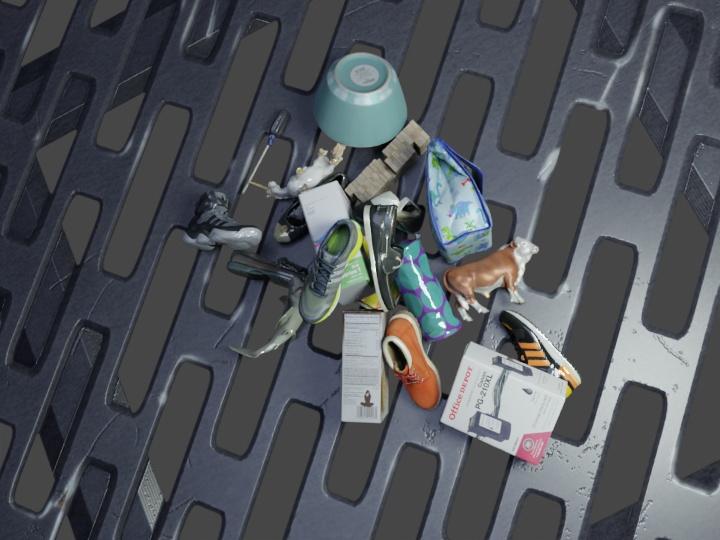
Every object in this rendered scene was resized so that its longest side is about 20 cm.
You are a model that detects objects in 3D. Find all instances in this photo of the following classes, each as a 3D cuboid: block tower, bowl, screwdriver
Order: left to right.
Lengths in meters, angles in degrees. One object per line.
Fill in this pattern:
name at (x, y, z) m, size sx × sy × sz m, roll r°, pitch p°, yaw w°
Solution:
screwdriver at (-0.200, -0.250, 1.672) m, size 0.029 × 0.028 × 0.204 m, roll 24°, pitch 84°, yaw -17°
bowl at (0.001, -0.361, 1.588) m, size 0.196 × 0.106 × 0.205 m, roll 1°, pitch 58°, yaw -1°
block tower at (0.057, -0.211, 1.612) m, size 0.200 × 0.054 × 0.058 m, roll -45°, pitch 76°, yaw -1°

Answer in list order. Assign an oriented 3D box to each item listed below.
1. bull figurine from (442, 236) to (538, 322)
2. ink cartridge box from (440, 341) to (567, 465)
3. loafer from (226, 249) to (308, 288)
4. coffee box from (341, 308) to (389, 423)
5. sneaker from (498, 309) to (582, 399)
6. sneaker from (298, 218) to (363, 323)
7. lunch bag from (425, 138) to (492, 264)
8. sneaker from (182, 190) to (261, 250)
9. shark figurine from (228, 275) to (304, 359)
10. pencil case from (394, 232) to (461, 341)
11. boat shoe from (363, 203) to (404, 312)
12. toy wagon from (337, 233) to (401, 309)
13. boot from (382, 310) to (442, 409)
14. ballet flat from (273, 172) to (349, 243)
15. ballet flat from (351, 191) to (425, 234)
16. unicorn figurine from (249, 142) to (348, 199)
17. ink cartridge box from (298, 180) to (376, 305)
bull figurine at (0.261, 0.015, 1.531) m, size 0.196 × 0.065 × 0.124 m, roll -19°, pitch 76°, yaw 1°
ink cartridge box at (0.262, 0.243, 1.451) m, size 0.196 × 0.084 × 0.148 m, roll 22°, pitch 110°, yaw 12°
loafer at (-0.177, -0.009, 1.600) m, size 0.195 × 0.072 × 0.064 m, roll 13°, pitch 75°, yaw 12°
coffee box at (0.011, 0.177, 1.495) m, size 0.078 × 0.114 × 0.205 m, roll 1°, pitch 89°, yaw 9°
sneaker at (0.323, 0.166, 1.492) m, size 0.090 × 0.070 × 0.200 m, roll -43°, pitch 78°, yaw -5°
sneaker at (-0.060, -0.005, 1.385) m, size 0.072 × 0.081 × 0.204 m, roll 20°, pitch 83°, yaw 13°
lunch bag at (0.180, -0.136, 1.520) m, size 0.125 × 0.170 × 0.204 m, roll -21°, pitch 75°, yaw 4°
sneaker at (-0.279, -0.106, 1.607) m, size 0.196 × 0.075 × 0.117 m, roll -1°, pitch 73°, yaw 33°
shark figurine at (-0.162, 0.096, 1.586) m, size 0.216 × 0.127 × 0.090 m, roll -52°, pitch 50°, yaw 14°
pencil case at (0.119, 0.035, 1.514) m, size 0.084 × 0.092 × 0.203 m, roll -22°, pitch 96°, yaw 41°
boat shoe at (0.049, -0.021, 1.438) m, size 0.066 × 0.072 × 0.205 m, roll -6°, pitch 105°, yaw 5°
toy wagon at (0.000, 0.000, 1.586) m, size 0.197 × 0.040 × 0.157 m, roll 28°, pitch 84°, yaw 12°
boot at (0.093, 0.189, 1.477) m, size 0.074 × 0.107 × 0.203 m, roll -17°, pitch 107°, yaw 22°
ballet flat at (-0.105, -0.134, 1.618) m, size 0.199 × 0.057 × 0.067 m, roll -43°, pitch 75°, yaw -2°
ballet flat at (0.060, -0.117, 1.525) m, size 0.068 × 0.198 × 0.069 m, roll 47°, pitch 116°, yaw 28°
unicorn figurine at (-0.116, -0.191, 1.608) m, size 0.196 × 0.137 × 0.075 m, roll -20°, pitch 89°, yaw -16°
ink cartridge box at (-0.041, -0.050, 1.508) m, size 0.082 × 0.145 × 0.204 m, roll -19°, pitch 76°, yaw 5°
